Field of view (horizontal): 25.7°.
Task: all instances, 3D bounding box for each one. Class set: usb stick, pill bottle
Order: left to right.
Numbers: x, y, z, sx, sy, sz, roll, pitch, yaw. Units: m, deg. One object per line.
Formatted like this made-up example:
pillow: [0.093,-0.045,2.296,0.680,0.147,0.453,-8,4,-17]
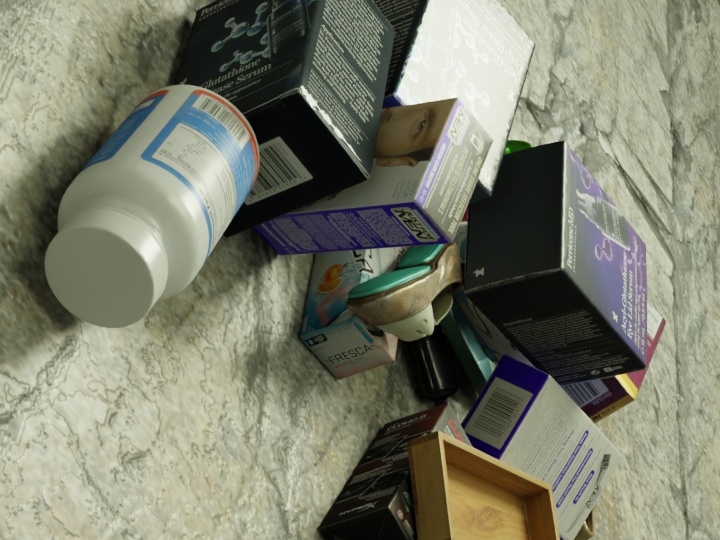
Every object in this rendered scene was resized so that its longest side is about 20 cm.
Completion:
pill bottle: [-0.154,-0.046,1.152,0.113,0.112,0.200,58,30,-20]
usb stick: [0.053,0.031,1.554,0.055,0.032,0.201,2,70,-65]

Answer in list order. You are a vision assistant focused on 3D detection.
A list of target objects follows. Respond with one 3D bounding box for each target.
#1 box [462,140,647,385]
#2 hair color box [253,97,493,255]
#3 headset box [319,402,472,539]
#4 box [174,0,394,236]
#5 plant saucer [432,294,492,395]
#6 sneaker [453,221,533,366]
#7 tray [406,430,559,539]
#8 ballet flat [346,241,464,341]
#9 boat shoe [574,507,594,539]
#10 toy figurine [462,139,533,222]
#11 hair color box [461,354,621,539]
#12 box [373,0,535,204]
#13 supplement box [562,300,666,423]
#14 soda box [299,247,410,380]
box: [0.190,-0.003,1.510,0.200,0.104,0.149,43,43,-45]
hair color box: [0.004,-0.077,1.337,0.065,0.199,0.110,46,55,-37]
headset box: [0.060,0.224,1.386,0.149,0.077,0.200,62,30,-13]
box: [-0.068,-0.152,1.324,0.107,0.148,0.201,49,33,-33]
plant saucer: [0.096,0.053,1.584,0.070,0.019,0.200,-97,164,-46]
sneaker: [0.140,0.041,1.579,0.200,0.072,0.073,58,3,-26]
tray: [0.111,0.214,1.364,0.200,0.037,0.099,31,45,-50]
ballet flat: [0.049,0.023,1.386,0.200,0.068,0.068,-33,108,-60]
boat shoe: [0.234,0.225,1.711,0.071,0.064,0.200,53,31,-28]
toy figurine: [0.125,-0.033,1.672,0.200,0.149,0.185,-104,180,-74]
hair color box: [0.175,0.179,1.556,0.110,0.065,0.200,-57,138,-11]
box: [0.062,-0.175,1.465,0.148,0.107,0.201,42,50,-32]
supplement box: [0.242,0.090,1.733,0.103,0.131,0.200,51,29,-5]
soda box: [0.000,0.000,1.449,0.068,0.063,0.201,49,33,-33]
